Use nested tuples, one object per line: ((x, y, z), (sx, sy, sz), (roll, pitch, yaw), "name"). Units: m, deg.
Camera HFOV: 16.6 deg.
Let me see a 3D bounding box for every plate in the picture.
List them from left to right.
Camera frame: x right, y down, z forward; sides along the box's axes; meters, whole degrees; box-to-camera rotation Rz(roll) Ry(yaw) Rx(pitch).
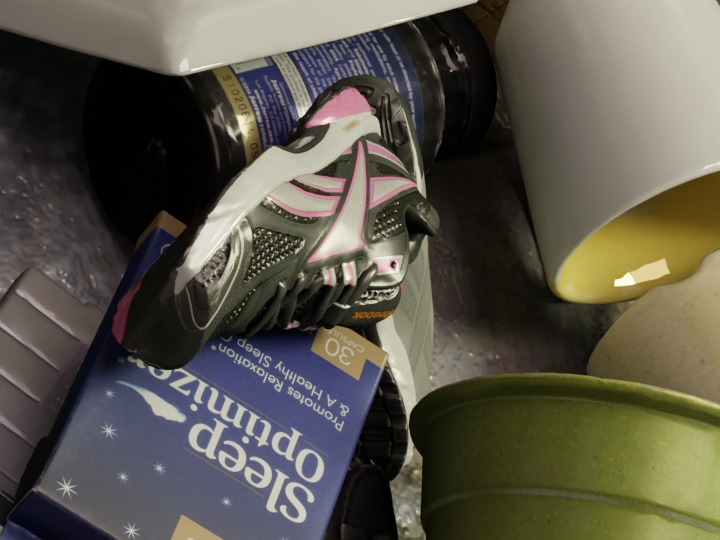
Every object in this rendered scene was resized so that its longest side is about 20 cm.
((-0.077, -0.143, 1.207), (0.200, 0.199, 0.032), (-18, 115, -40), "plate")

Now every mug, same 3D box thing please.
((0.127, -0.075, 1.271), (0.149, 0.187, 0.153), (6, 56, -50), "mug")

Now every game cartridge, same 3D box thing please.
((-0.104, 0.101, 1.127), (0.200, 0.038, 0.130), (38, 44, -8), "game cartridge")

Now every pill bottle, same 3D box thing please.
((-0.030, -0.078, 1.235), (0.200, 0.112, 0.112), (-18, 73, -40), "pill bottle")

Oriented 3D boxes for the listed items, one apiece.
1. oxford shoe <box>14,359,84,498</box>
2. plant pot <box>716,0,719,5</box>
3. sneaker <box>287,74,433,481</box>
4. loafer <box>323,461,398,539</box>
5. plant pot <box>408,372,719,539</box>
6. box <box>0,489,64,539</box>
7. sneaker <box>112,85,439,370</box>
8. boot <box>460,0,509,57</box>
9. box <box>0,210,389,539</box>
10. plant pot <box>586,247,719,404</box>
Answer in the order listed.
((-0.083, 0.067, 1.106), (0.084, 0.073, 0.200), (51, 43, -24), "oxford shoe")
((0.264, -0.109, 1.374), (0.200, 0.186, 0.187), (-3, 63, -52), "plant pot")
((0.000, 0.000, 1.183), (0.074, 0.200, 0.079), (7, 24, 15), "sneaker")
((0.004, 0.180, 1.102), (0.072, 0.063, 0.200), (28, 60, -46), "loafer")
((0.098, 0.170, 1.064), (0.200, 0.200, 0.190), (24, 65, -20), "plant pot")
((-0.152, 0.212, 0.967), (0.132, 0.115, 0.200), (34, 47, -11), "box")
((-0.022, -0.008, 1.040), (0.086, 0.080, 0.200), (45, 40, 1), "sneaker")
((0.022, -0.217, 1.388), (0.200, 0.073, 0.156), (25, 45, -25), "boot")
((-0.067, 0.079, 1.020), (0.121, 0.032, 0.200), (33, 46, -12), "box")
((0.215, 0.092, 1.260), (0.200, 0.200, 0.184), (-11, 58, -38), "plant pot")
